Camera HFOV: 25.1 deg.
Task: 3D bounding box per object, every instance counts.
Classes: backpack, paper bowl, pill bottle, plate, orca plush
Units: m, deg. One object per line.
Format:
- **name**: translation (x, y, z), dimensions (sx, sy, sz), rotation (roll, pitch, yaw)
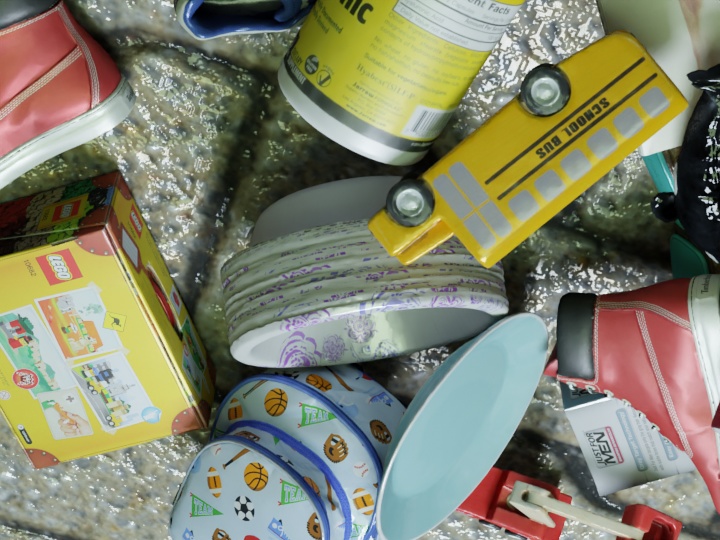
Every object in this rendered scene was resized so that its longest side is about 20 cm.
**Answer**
- **backpack**: translation (-0.046, 0.164, 1.250), dimensions (0.200, 0.154, 0.191), rotation (29, 112, 17)
- **paper bowl**: translation (0.000, 0.000, 1.152), dimensions (0.200, 0.104, 0.201), rotation (-9, 166, -2)
- **pill bottle**: translation (0.041, -0.174, 0.993), dimensions (0.111, 0.111, 0.200), rotation (26, 114, -16)
- **plate**: translation (0.069, 0.111, 1.180), dimensions (0.026, 0.200, 0.200), rotation (33, 129, 26)
- **orca plush**: translation (0.254, -0.050, 1.060), dimensions (0.105, 0.071, 0.200), rotation (-8, 145, -7)

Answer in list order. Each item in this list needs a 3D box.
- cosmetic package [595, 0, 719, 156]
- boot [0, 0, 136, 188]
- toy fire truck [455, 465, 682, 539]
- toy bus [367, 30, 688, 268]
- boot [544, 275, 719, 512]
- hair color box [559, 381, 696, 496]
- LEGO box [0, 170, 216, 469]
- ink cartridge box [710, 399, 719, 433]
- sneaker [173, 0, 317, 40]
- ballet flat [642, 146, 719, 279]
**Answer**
- **cosmetic package**: translation (0.194, -0.191, 1.051), dimensions (0.087, 0.103, 0.200), rotation (-15, 124, 9)
- **boot**: translation (-0.277, -0.128, 1.124), dimensions (0.200, 0.072, 0.144), rotation (-29, 120, 10)
- **toy fire truck**: translation (0.139, 0.188, 1.295), dimensions (0.200, 0.141, 0.049), rotation (23, 78, -14)
- **toy bus**: translation (0.101, -0.070, 1.008), dimensions (0.200, 0.065, 0.078), rotation (-40, 92, 12)
- **boot**: translation (0.217, 0.100, 1.202), dimensions (0.144, 0.072, 0.200), rotation (-8, 115, 25)
- **hair color box**: translation (0.267, 0.100, 1.276), dimensions (0.200, 0.061, 0.099), rotation (-18, 122, 12)
- **LEGO box**: translation (-0.216, 0.042, 1.233), dimensions (0.149, 0.077, 0.200), rotation (-14, 123, 11)
- **ink cartridge box**: translation (0.352, 0.046, 1.112), dimensions (0.147, 0.083, 0.200), rotation (22, 86, -16)
- **sneaker**: translation (-0.027, -0.191, 1.063), dimensions (0.200, 0.088, 0.075), rotation (-15, 121, 10)
- **ballet flat**: translation (0.259, -0.038, 1.188), dimensions (0.072, 0.068, 0.200), rotation (-25, 119, -6)
